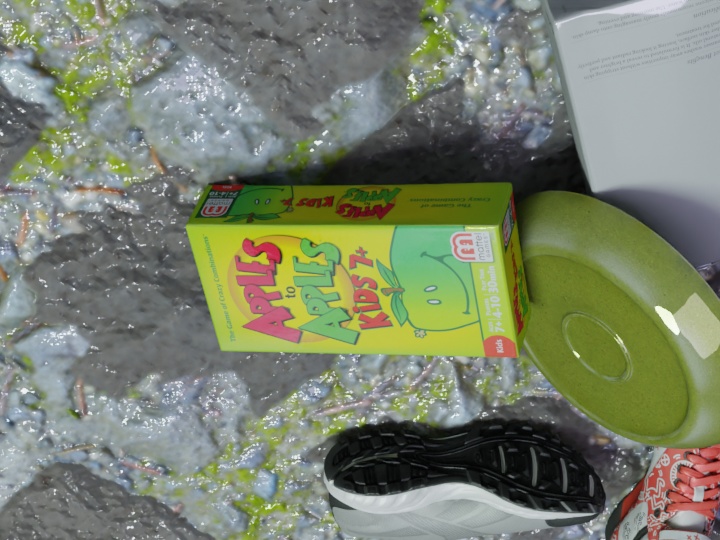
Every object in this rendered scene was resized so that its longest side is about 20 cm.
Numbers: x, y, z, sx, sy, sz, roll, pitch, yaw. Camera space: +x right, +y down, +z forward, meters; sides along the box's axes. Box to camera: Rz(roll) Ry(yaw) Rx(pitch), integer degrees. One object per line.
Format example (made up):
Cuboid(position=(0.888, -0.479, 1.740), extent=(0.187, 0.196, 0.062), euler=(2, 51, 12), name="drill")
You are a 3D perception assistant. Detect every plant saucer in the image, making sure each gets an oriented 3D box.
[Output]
Cuboid(position=(0.156, 0.041, 1.088), extent=(0.031, 0.200, 0.200), euler=(-40, 128, -25), name="plant saucer")

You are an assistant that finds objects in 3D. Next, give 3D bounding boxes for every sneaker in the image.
Cuboid(position=(0.235, 0.162, 1.218), extent=(0.067, 0.108, 0.202), euler=(13, 122, -14), name="sneaker")
Cuboid(position=(0.074, 0.158, 1.230), extent=(0.199, 0.074, 0.080), euler=(2, 134, 1), name="sneaker")

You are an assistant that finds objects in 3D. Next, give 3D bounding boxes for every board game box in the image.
Cuboid(position=(0.000, 0.000, 1.085), extent=(0.199, 0.048, 0.102), euler=(0, 127, 18), name="board game box")

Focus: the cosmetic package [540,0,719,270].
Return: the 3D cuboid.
Cuboid(position=(0.182, -0.098, 1.053), extent=(0.112, 0.081, 0.200), euler=(-14, 126, 5), name="cosmetic package")
